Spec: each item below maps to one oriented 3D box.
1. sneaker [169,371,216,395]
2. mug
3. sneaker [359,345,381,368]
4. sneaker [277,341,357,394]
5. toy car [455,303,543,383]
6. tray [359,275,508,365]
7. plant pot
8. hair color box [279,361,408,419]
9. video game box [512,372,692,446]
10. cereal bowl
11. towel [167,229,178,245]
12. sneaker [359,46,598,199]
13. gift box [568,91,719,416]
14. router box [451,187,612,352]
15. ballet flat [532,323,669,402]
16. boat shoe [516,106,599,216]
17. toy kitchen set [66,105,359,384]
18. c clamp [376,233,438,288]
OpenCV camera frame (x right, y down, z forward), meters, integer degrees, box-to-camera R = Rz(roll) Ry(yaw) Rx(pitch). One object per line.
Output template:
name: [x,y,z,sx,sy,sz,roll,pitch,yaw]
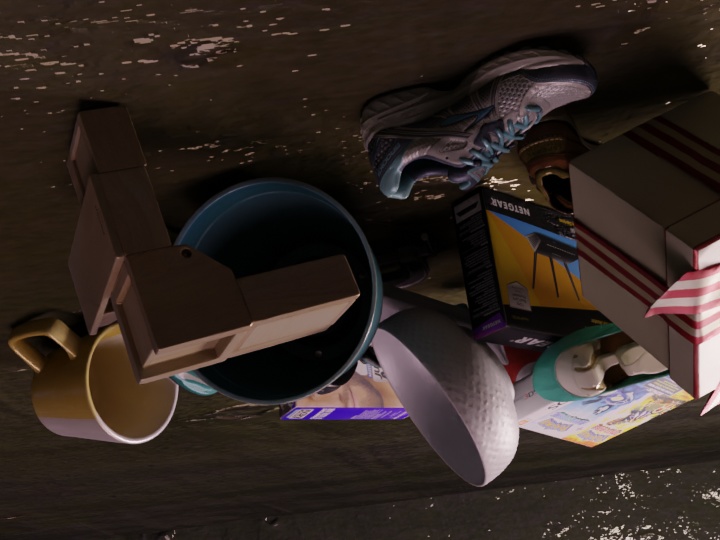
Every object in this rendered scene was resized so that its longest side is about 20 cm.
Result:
sneaker: [-0.192,0.075,1.049,0.077,0.080,0.201,-34,137,-16]
mug: [-0.342,0.131,1.214,0.152,0.188,0.149,-12,-168,35]
sneaker: [0.018,0.092,1.248,0.071,0.081,0.200,-10,164,2]
sneaker: [-0.099,0.078,1.082,0.199,0.074,0.081,36,146,8]
toy car: [0.184,0.052,1.117,0.183,0.178,0.200,-16,145,7]
tray: [0.071,0.050,1.071,0.198,0.022,0.108,18,160,22]
plant pot: [-0.064,0.024,0.941,0.198,0.202,0.188,-11,174,10]
hair color box: [-0.017,0.149,1.348,0.198,0.110,0.065,3,156,-26]
video game box: [0.278,0.129,1.058,0.182,0.047,0.199,-32,146,30]
cereal bowl: [0.099,0.119,1.000,0.083,0.201,0.200,-34,163,-15]
towel: [-0.170,0.002,0.968,0.018,0.087,0.200,-29,151,18]
sneaker: [0.098,-0.110,0.775,0.198,0.087,0.078,-17,157,23]
gift box: [0.286,-0.010,0.804,0.199,0.187,0.185,-31,129,-10]
router box: [0.190,0.008,1.013,0.199,0.151,0.051,11,152,-40]
ballet flat: [0.245,0.083,0.918,0.199,0.068,0.070,-24,-179,29]
boat shoe: [0.197,-0.083,0.898,0.071,0.069,0.199,-21,155,31]
toy kitchen set: [-0.141,-0.017,0.815,0.179,0.202,0.163,-14,163,-29]
c clamp: [0.000,0.000,1.107,0.198,0.027,0.171,-14,163,13]
